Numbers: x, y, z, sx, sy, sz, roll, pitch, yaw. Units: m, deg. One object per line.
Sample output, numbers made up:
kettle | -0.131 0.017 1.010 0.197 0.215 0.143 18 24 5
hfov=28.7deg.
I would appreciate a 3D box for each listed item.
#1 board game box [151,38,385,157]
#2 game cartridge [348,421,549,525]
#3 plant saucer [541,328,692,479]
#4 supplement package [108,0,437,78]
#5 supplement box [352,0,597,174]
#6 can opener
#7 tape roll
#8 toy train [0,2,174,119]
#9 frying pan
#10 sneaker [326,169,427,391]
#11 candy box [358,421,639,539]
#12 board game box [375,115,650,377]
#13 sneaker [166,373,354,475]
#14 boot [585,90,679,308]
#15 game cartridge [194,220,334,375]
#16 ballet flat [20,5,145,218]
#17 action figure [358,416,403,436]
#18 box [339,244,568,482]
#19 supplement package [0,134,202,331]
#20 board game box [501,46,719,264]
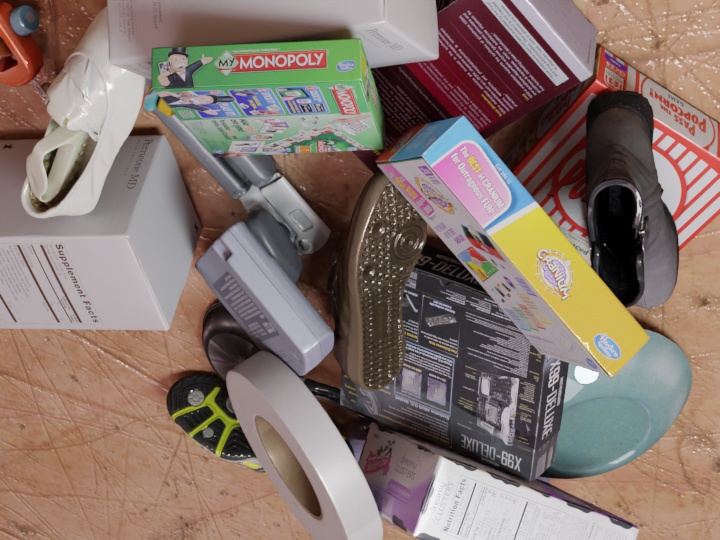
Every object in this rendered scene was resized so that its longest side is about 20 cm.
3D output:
board game box | -0.055 -0.114 0.964 0.132 0.030 0.200 -3 172 4
game cartridge | 0.091 0.212 1.408 0.197 0.039 0.131 4 129 12
plant saucer | 0.204 0.132 1.251 0.198 0.039 0.203 -7 135 -7
supplement package | -0.059 -0.200 0.960 0.197 0.122 0.121 -5 175 20
supplement box | 0.066 -0.151 1.054 0.199 0.061 0.109 -28 120 34
can opener | -0.098 -0.077 1.171 0.052 0.067 0.201 -24 117 31
tape roll | -0.051 0.165 1.242 0.203 0.037 0.204 50 161 24
toy train | -0.225 -0.164 1.102 0.198 0.056 0.151 -11 118 30
frying pan | -0.078 0.105 1.326 0.190 0.031 0.115 43 140 -2
sneaker | 0.000 0.000 1.131 0.075 0.070 0.202 39 132 42
candy box | 0.110 0.206 1.222 0.198 0.072 0.168 21 177 -19
board game box | 0.103 -0.018 1.002 0.040 0.153 0.200 -42 100 -6
sneaker | -0.104 0.170 1.396 0.198 0.076 0.077 27 156 2
boot | 0.191 -0.017 1.030 0.069 0.133 0.201 -8 130 19
game cartridge | -0.080 0.028 1.182 0.134 0.040 0.200 54 168 -3
ballet flat | -0.211 -0.108 1.053 0.069 0.070 0.201 23 133 -7
action figure | 0.089 0.111 1.293 0.199 0.070 0.130 -29 112 31
box | 0.077 0.070 1.188 0.198 0.050 0.160 18 121 29
supplement package | -0.255 -0.032 1.207 0.197 0.122 0.121 -1 138 15
board game box | 0.189 -0.061 1.115 0.150 0.047 0.200 29 133 -12
